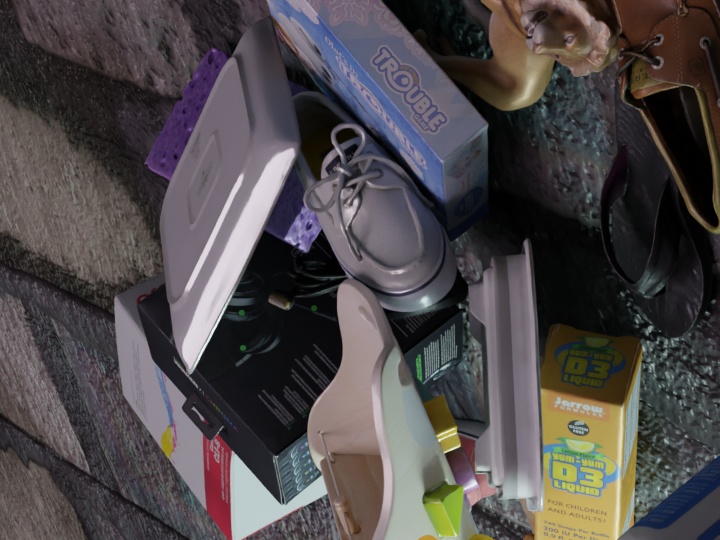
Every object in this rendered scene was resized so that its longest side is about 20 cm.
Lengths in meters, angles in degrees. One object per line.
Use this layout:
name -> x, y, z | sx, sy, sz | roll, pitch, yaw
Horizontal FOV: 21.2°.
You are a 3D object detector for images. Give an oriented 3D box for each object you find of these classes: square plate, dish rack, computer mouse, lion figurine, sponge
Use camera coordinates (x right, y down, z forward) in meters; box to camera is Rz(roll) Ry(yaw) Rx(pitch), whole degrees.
square plate -> -0.102, -0.060, 1.381 | 0.201, 0.028, 0.199 | -62, 23, 27
dish rack -> 0.095, 0.075, 1.281 | 0.200, 0.043, 0.173 | 65, -158, -82
computer mouse -> 0.000, 0.000, 1.352 | 0.200, 0.139, 0.046 | -104, 2, -80
lion figurine -> 0.098, -0.145, 1.180 | 0.122, 0.072, 0.200 | 45, 166, 8
sponge -> -0.081, -0.097, 1.485 | 0.030, 0.112, 0.199 | 31, 178, -43

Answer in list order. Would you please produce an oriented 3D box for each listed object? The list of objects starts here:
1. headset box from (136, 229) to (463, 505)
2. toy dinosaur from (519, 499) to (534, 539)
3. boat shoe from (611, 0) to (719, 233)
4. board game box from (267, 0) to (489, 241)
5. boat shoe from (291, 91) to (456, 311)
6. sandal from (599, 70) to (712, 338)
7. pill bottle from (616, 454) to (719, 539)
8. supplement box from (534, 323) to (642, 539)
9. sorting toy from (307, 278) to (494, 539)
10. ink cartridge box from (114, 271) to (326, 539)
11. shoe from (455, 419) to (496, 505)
headset box -> -0.050, 0.054, 1.475 | 0.174, 0.200, 0.093 | 44, 160, 24
toy dinosaur -> 0.154, 0.213, 1.492 | 0.200, 0.060, 0.106 | 51, 129, 2
boat shoe -> 0.177, -0.117, 1.055 | 0.201, 0.068, 0.072 | 60, 155, -3
board game box -> 0.009, -0.128, 1.288 | 0.200, 0.043, 0.199 | 51, 173, 14
boat shoe -> -0.003, -0.059, 1.278 | 0.086, 0.074, 0.202 | 59, -179, -44
sandal -> 0.172, -0.039, 1.172 | 0.075, 0.048, 0.202 | 31, 143, 42
pill bottle -> 0.217, 0.185, 1.167 | 0.112, 0.199, 0.113 | 41, 150, 30
supplement box -> 0.158, 0.132, 1.346 | 0.066, 0.069, 0.201 | 9, 133, 16
sorting toy -> 0.019, 0.106, 1.245 | 0.200, 0.106, 0.181 | -110, 6, -59
ink cartridge box -> -0.105, 0.099, 1.674 | 0.200, 0.145, 0.145 | 48, 152, 32
shoe -> 0.040, 0.166, 1.577 | 0.200, 0.091, 0.072 | -1, 118, 60
